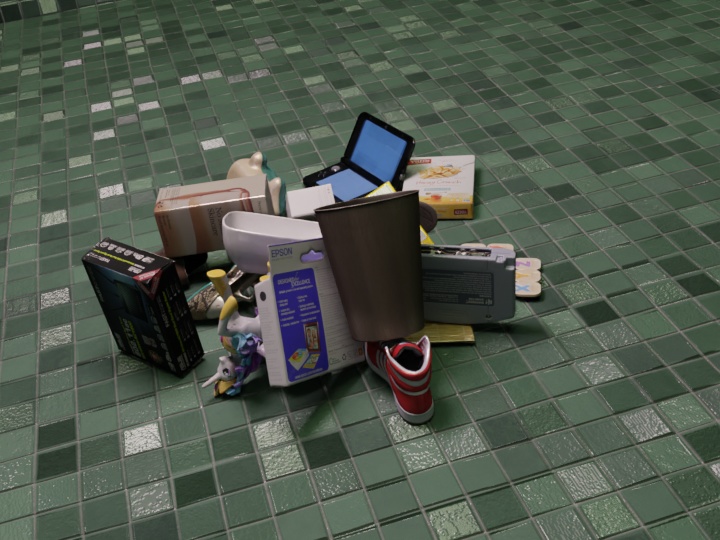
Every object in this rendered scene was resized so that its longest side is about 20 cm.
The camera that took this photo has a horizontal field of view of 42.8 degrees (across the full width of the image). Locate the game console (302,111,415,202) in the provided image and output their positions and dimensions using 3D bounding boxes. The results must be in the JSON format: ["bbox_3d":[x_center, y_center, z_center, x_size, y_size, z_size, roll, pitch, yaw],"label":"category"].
[{"bbox_3d":[-0.007,-0.220,1.877,0.175,0.118,0.200,-24,37,-25],"label":"game console"}]

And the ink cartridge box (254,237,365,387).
[{"bbox_3d":[-0.073,0.054,1.358,0.043,0.203,0.197,-5,3,36],"label":"ink cartridge box"}]

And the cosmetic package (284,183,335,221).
[{"bbox_3d":[-0.095,-0.110,1.687,0.081,0.051,0.200,-13,-6,-8],"label":"cosmetic package"}]

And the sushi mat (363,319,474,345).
[{"bbox_3d":[0.085,0.091,1.495,0.197,0.012,0.096,-2,34,6],"label":"sushi mat"}]

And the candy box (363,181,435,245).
[{"bbox_3d":[0.062,-0.045,1.558,0.102,0.026,0.201,-32,74,-10],"label":"candy box"}]

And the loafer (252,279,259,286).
[{"bbox_3d":[-0.192,-0.030,1.673,0.076,0.068,0.199,-27,39,-27],"label":"loafer"}]

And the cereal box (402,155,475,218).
[{"bbox_3d":[0.158,-0.169,1.841,0.142,0.040,0.201,-1,34,8],"label":"cereal box"}]

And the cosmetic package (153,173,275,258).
[{"bbox_3d":[-0.255,-0.097,1.633,0.197,0.104,0.088,-10,33,2],"label":"cosmetic package"}]

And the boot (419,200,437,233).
[{"bbox_3d":[0.059,-0.099,1.680,0.198,0.074,0.150,-9,9,21],"label":"boot"}]

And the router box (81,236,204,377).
[{"bbox_3d":[-0.341,0.058,1.448,0.149,0.202,0.062,17,45,32],"label":"router box"}]

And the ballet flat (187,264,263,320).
[{"bbox_3d":[-0.216,0.032,1.571,0.200,0.068,0.075,-41,68,-14],"label":"ballet flat"}]

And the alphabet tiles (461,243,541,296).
[{"bbox_3d":[0.214,0.007,1.585,0.193,0.015,0.201,1,32,11],"label":"alphabet tiles"}]

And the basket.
[{"bbox_3d":[0.025,-0.005,1.359,0.179,0.203,0.135,-15,9,-43],"label":"basket"}]

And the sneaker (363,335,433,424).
[{"bbox_3d":[0.055,0.120,1.361,0.070,0.114,0.200,-16,39,-14],"label":"sneaker"}]

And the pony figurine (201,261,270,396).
[{"bbox_3d":[-0.152,0.090,1.407,0.191,0.202,0.166,-11,30,-32],"label":"pony figurine"}]

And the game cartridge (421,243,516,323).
[{"bbox_3d":[0.146,0.023,1.453,0.197,0.135,0.041,4,33,13],"label":"game cartridge"}]

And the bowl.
[{"bbox_3d":[-0.129,-0.039,1.495,0.197,0.076,0.200,7,10,-6],"label":"bowl"}]

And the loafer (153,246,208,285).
[{"bbox_3d":[-0.345,0.000,1.650,0.070,0.074,0.200,10,38,25],"label":"loafer"}]

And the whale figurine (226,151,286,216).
[{"bbox_3d":[-0.185,-0.147,1.778,0.103,0.161,0.199,0,7,-34],"label":"whale figurine"}]
